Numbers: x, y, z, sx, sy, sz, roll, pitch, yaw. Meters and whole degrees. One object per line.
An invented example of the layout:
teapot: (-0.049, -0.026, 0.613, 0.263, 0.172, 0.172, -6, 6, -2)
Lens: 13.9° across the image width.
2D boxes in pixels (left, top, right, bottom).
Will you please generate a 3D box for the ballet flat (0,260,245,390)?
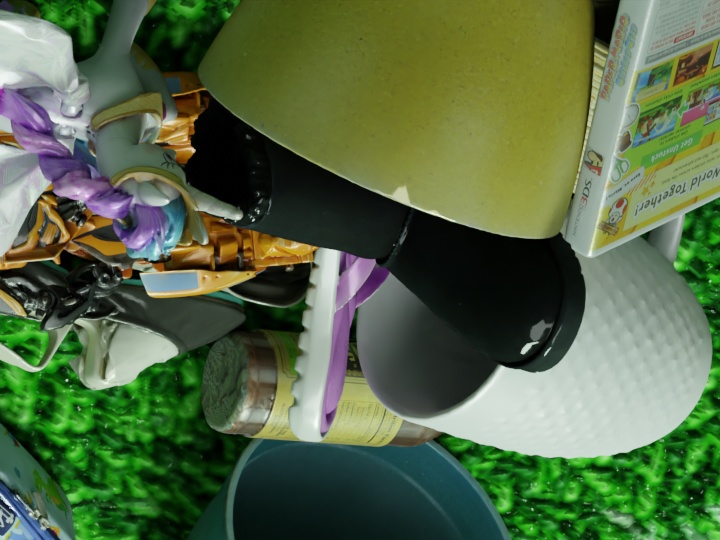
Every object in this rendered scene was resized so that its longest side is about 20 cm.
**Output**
ballet flat: (-0.162, 0.028, 1.664, 0.200, 0.069, 0.068, 14, 166, -21)

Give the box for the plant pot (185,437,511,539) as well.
plant pot: (-0.033, 0.214, 1.800, 0.200, 0.200, 0.188, 14, 142, -25)

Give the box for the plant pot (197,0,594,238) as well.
plant pot: (0.037, -0.124, 1.473, 0.200, 0.200, 0.142, 17, 105, -27)

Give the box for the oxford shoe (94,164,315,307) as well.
oxford shoe: (-0.106, -0.024, 1.642, 0.200, 0.058, 0.075, 14, 129, -23)

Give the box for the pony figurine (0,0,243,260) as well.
pony figurine: (-0.163, -0.087, 1.469, 0.193, 0.200, 0.167, 5, 131, -19)

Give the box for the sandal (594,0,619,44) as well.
sandal: (0.134, -0.162, 1.579, 0.080, 0.054, 0.200, -17, 131, -13)

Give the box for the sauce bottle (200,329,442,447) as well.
sauce bottle: (0.005, 0.072, 1.752, 0.200, 0.065, 0.065, 6, 131, -31)

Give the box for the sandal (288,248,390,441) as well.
sandal: (0.001, -0.002, 1.643, 0.050, 0.082, 0.203, 12, 105, 7)

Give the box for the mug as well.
mug: (0.120, 0.010, 1.687, 0.175, 0.148, 0.200, 19, 95, -38)

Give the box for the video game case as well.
video game case: (0.189, -0.114, 1.507, 0.200, 0.023, 0.182, -24, 137, -42)

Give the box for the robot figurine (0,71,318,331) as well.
robot figurine: (-0.126, -0.045, 1.578, 0.200, 0.058, 0.145, -6, 89, -19)

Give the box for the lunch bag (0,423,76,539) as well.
lunch bag: (-0.274, 0.172, 1.764, 0.200, 0.083, 0.161, -24, 136, 9)

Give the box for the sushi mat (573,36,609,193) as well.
sushi mat: (0.083, -0.102, 1.582, 0.200, 0.012, 0.096, 29, 131, -1)

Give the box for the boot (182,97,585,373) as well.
boot: (0.008, -0.024, 1.499, 0.162, 0.198, 0.073, 16, 110, -30)
